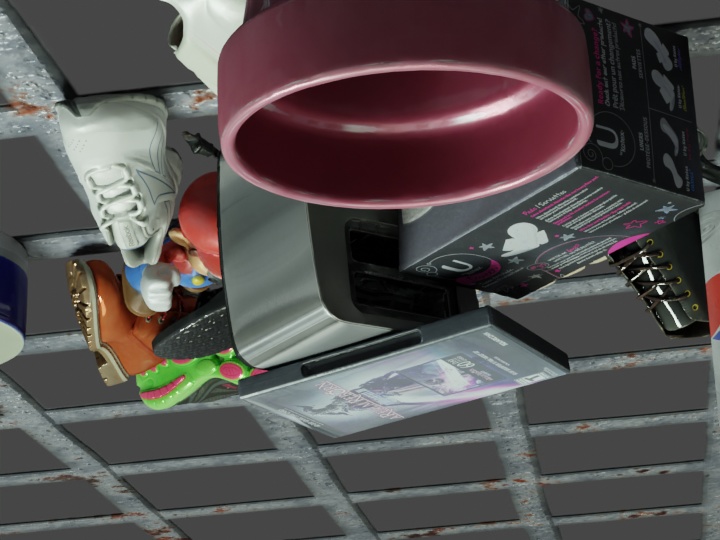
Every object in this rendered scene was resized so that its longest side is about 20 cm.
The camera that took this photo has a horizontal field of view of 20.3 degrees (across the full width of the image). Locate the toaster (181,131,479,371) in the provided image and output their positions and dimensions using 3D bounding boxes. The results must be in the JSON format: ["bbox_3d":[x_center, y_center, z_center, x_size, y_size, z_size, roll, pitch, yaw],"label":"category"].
[{"bbox_3d":[-0.012,-0.020,1.458,0.200,0.181,0.119,11,153,-38],"label":"toaster"}]

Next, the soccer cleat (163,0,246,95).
[{"bbox_3d":[-0.081,-0.140,1.283,0.077,0.069,0.200,-1,154,7],"label":"soccer cleat"}]

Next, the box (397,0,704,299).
[{"bbox_3d":[0.122,-0.080,1.375,0.115,0.133,0.200,13,153,-33],"label":"box"}]

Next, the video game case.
[{"bbox_3d":[0.033,0.076,1.444,0.200,0.019,0.143,-18,156,23],"label":"video game case"}]

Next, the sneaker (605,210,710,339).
[{"bbox_3d":[0.232,-0.010,1.626,0.200,0.107,0.075,14,154,-40],"label":"sneaker"}]

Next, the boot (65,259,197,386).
[{"bbox_3d":[-0.194,0.031,1.746,0.107,0.075,0.200,-18,159,-2],"label":"boot"}]

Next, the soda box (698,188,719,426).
[{"bbox_3d":[0.321,0.032,1.619,0.063,0.201,0.068,-15,157,33],"label":"soda box"}]

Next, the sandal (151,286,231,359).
[{"bbox_3d":[-0.098,0.014,1.715,0.200,0.045,0.075,-36,151,20],"label":"sandal"}]

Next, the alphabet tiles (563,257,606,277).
[{"bbox_3d":[0.113,-0.019,1.718,0.195,0.015,0.200,11,156,-35],"label":"alphabet tiles"}]

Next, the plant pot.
[{"bbox_3d":[0.019,-0.150,1.093,0.199,0.180,0.200,-4,160,-1],"label":"plant pot"}]

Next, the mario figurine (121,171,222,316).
[{"bbox_3d":[-0.120,0.000,1.574,0.106,0.124,0.200,30,157,-14],"label":"mario figurine"}]

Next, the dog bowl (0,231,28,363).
[{"bbox_3d":[-0.376,0.024,1.662,0.199,0.079,0.200,-3,160,-1],"label":"dog bowl"}]

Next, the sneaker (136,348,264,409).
[{"bbox_3d":[-0.122,0.081,1.899,0.200,0.077,0.084,-13,176,34],"label":"sneaker"}]

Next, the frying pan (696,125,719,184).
[{"bbox_3d":[0.237,-0.093,1.507,0.189,0.031,0.115,-1,161,-16],"label":"frying pan"}]

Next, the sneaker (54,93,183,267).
[{"bbox_3d":[-0.166,-0.066,1.434,0.074,0.087,0.200,-5,159,9],"label":"sneaker"}]
